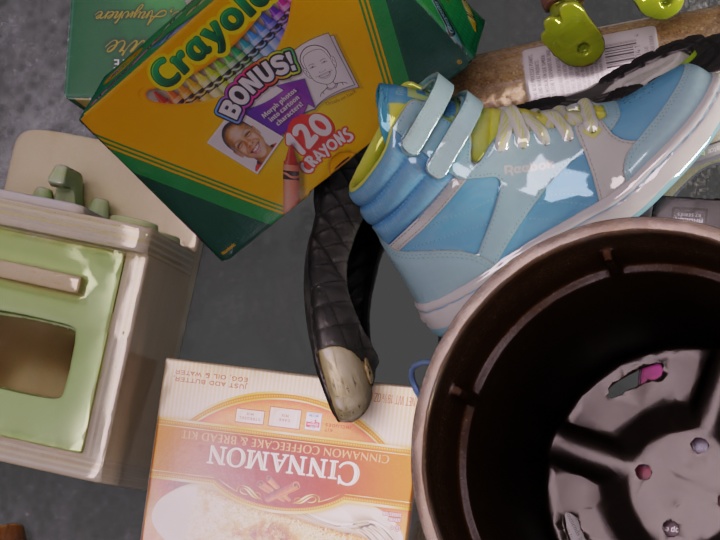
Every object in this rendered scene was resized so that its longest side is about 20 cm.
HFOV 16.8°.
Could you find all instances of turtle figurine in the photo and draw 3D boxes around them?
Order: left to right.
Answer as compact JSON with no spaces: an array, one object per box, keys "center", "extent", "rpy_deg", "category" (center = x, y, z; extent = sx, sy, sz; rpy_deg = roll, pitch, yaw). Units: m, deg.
[{"center":[0.110,-0.178,1.384],"extent":[0.199,0.065,0.161],"rpy_deg":[-19,38,-4],"category":"turtle figurine"}]

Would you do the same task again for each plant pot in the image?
[{"center":[0.139,0.091,1.115],"extent":[0.200,0.198,0.201],"rpy_deg":[-2,81,12],"category":"plant pot"}]

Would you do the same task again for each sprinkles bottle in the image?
[{"center":[0.123,-0.102,1.387],"extent":[0.199,0.068,0.068],"rpy_deg":[-10,80,10],"category":"sprinkles bottle"}]

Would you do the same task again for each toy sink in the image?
[{"center":[-0.175,0.015,1.408],"extent":[0.130,0.112,0.201],"rpy_deg":[12,85,12],"category":"toy sink"}]

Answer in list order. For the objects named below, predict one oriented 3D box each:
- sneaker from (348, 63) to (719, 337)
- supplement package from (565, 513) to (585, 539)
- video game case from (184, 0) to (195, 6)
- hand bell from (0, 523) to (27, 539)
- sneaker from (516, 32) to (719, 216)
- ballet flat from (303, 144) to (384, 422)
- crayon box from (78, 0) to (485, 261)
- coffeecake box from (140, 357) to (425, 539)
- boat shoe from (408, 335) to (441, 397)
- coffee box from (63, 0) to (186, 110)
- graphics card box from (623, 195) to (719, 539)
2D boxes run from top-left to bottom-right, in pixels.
[{"center":[0.082,-0.070,1.251],"extent":[0.200,0.080,0.131],"rpy_deg":[-38,102,7],"category":"sneaker"},{"center":[0.193,0.124,1.314],"extent":[0.200,0.120,0.122],"rpy_deg":[-28,76,6],"category":"supplement package"},{"center":[-0.041,-0.189,1.352],"extent":[0.143,0.018,0.200],"rpy_deg":[-18,113,20],"category":"video game case"},{"center":[-0.198,0.245,1.407],"extent":[0.104,0.104,0.201],"rpy_deg":[-11,68,10],"category":"hand bell"},{"center":[0.125,-0.055,1.332],"extent":[0.199,0.074,0.081],"rpy_deg":[-21,111,14],"category":"sneaker"},{"center":[0.000,0.000,1.359],"extent":[0.057,0.067,0.200],"rpy_deg":[-4,48,8],"category":"ballet flat"},{"center":[-0.044,-0.111,1.350],"extent":[0.200,0.058,0.119],"rpy_deg":[-38,106,27],"category":"crayon box"},{"center":[-0.044,0.160,1.381],"extent":[0.153,0.073,0.201],"rpy_deg":[6,84,11],"category":"coffeecake box"},{"center":[0.066,0.048,1.334],"extent":[0.069,0.200,0.084],"rpy_deg":[40,131,-15],"category":"boat shoe"},{"center":[-0.109,-0.194,1.460],"extent":[0.123,0.044,0.201],"rpy_deg":[0,82,11],"category":"coffee box"},{"center":[0.202,0.066,1.234],"extent":[0.125,0.051,0.201],"rpy_deg":[5,81,13],"category":"graphics card box"}]
